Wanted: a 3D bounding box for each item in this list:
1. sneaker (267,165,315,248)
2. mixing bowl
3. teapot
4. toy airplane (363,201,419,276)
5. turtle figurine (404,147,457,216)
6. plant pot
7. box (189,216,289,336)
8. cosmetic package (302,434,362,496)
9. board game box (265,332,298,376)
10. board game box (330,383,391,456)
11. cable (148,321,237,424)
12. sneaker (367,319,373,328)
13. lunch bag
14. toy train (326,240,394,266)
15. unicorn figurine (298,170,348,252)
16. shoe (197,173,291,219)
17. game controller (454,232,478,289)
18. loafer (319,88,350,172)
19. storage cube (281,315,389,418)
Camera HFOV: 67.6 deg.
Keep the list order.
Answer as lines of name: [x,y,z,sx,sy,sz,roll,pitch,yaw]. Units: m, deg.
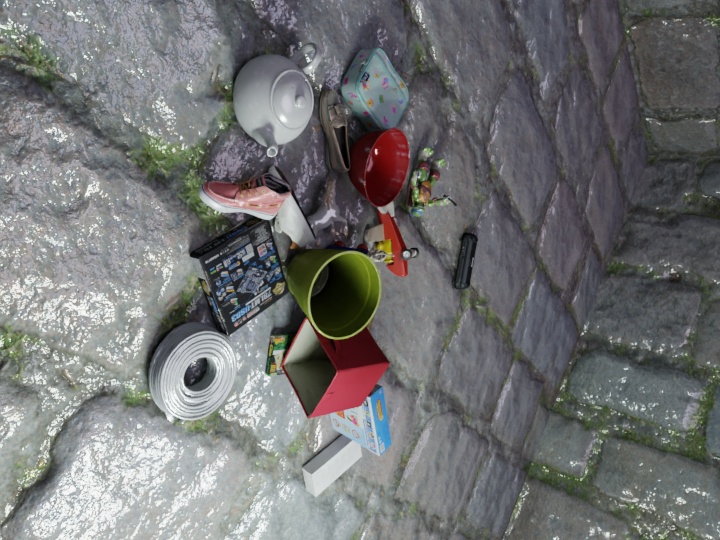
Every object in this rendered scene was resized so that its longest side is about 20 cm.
sneaker: [-0.183,-0.142,1.267,0.083,0.073,0.204,-24,107,4]
mixing bowl: [0.033,-0.282,1.421,0.199,0.107,0.205,-33,135,-41]
teapot: [-0.167,-0.370,1.161,0.195,0.144,0.206,-27,119,-40]
toy airplane: [0.064,-0.097,1.519,0.200,0.139,0.203,43,32,-36]
turtle figurine: [0.217,-0.264,1.594,0.201,0.140,0.199,112,-10,-67]
plant pot: [-0.083,0.032,1.283,0.196,0.191,0.207,-11,111,-32]
box: [-0.268,0.009,1.230,0.199,0.049,0.203,-37,126,-36]
cosmetic package: [-0.081,0.563,1.589,0.198,0.050,0.085,-28,123,-40]
board game box: [-0.162,0.216,1.425,0.197,0.023,0.108,1,98,-48]
board game box: [-0.012,0.387,1.508,0.055,0.193,0.205,-29,122,-37]
cable: [-0.362,0.220,1.171,0.200,0.068,0.203,-45,130,-30]
sneaker: [-0.024,0.133,1.528,0.200,0.105,0.072,15,88,-78]
lunch bag: [0.043,-0.471,1.412,0.200,0.076,0.163,44,69,-45]
toy train: [0.000,0.000,1.415,0.085,0.194,0.118,-55,146,-48]
unicorn figurine: [-0.091,-0.132,1.364,0.201,0.073,0.139,-48,132,-27]
shoe: [-0.243,-0.172,1.154,0.197,0.073,0.091,10,138,-45]
game controller: [0.382,-0.032,1.946,0.104,0.041,0.207,-3,104,-62]
loafer: [-0.055,-0.349,1.350,0.071,0.062,0.206,-24,118,-40]
storage cube: [-0.063,0.232,1.342,0.176,0.172,0.202,0,132,-42]
